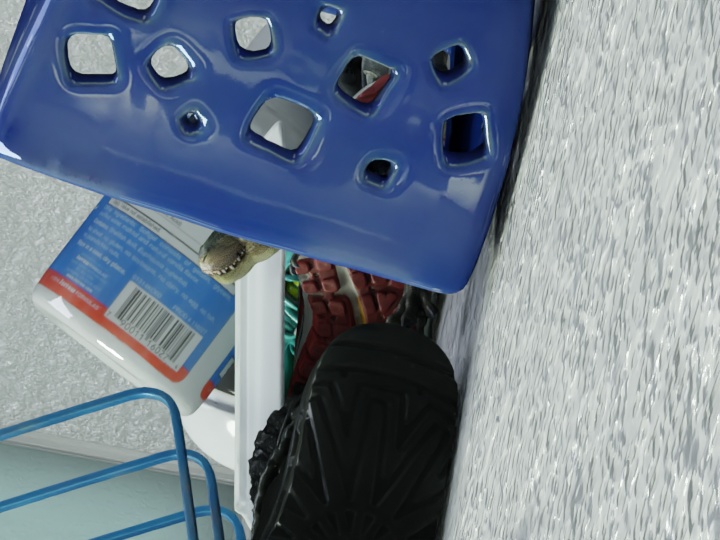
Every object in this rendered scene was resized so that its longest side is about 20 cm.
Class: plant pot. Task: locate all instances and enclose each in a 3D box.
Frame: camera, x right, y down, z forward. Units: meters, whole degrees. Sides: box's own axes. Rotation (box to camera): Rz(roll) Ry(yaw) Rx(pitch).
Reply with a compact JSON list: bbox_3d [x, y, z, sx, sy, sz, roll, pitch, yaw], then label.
[{"bbox_3d":[-0.019,-0.137,0.901,0.200,0.199,0.180,-84,13,-54],"label":"plant pot"}]

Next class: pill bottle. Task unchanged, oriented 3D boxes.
[{"bbox_3d":[-0.078,-0.031,1.250,0.200,0.112,0.112,-53,-1,-9],"label":"pill bottle"}]

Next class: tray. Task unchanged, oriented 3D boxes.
[{"bbox_3d":[-0.049,0.035,1.113,0.107,0.022,0.201,120,151,-82],"label":"tray"}]

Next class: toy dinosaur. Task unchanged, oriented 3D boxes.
[{"bbox_3d":[0.011,-0.027,0.982,0.200,0.047,0.088,-41,-71,-50],"label":"toy dinosaur"}]

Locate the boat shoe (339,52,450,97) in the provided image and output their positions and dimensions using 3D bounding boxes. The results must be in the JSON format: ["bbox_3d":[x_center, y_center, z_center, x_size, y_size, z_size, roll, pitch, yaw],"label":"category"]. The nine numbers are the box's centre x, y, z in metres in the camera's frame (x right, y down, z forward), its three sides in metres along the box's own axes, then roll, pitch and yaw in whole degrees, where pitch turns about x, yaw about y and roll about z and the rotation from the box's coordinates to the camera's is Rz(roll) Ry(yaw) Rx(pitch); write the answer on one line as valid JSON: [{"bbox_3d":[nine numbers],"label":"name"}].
[{"bbox_3d":[0.019,-0.099,1.168,0.200,0.068,0.072,144,136,-87],"label":"boat shoe"}]

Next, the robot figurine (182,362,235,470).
[{"bbox_3d":[-0.040,0.026,1.374,0.125,0.150,0.201,23,106,43],"label":"robot figurine"}]

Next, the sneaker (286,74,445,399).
[{"bbox_3d":[0.000,0.000,1.101,0.082,0.078,0.201,-83,5,-68],"label":"sneaker"}]

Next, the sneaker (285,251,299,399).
[{"bbox_3d":[-0.017,0.012,1.198,0.077,0.079,0.200,43,143,36],"label":"sneaker"}]

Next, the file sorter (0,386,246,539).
[{"bbox_3d":[-0.108,0.169,1.065,0.200,0.138,0.123,67,-172,-45],"label":"file sorter"}]

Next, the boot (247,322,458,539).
[{"bbox_3d":[-0.020,0.132,0.949,0.158,0.079,0.212,128,164,-69],"label":"boot"}]
